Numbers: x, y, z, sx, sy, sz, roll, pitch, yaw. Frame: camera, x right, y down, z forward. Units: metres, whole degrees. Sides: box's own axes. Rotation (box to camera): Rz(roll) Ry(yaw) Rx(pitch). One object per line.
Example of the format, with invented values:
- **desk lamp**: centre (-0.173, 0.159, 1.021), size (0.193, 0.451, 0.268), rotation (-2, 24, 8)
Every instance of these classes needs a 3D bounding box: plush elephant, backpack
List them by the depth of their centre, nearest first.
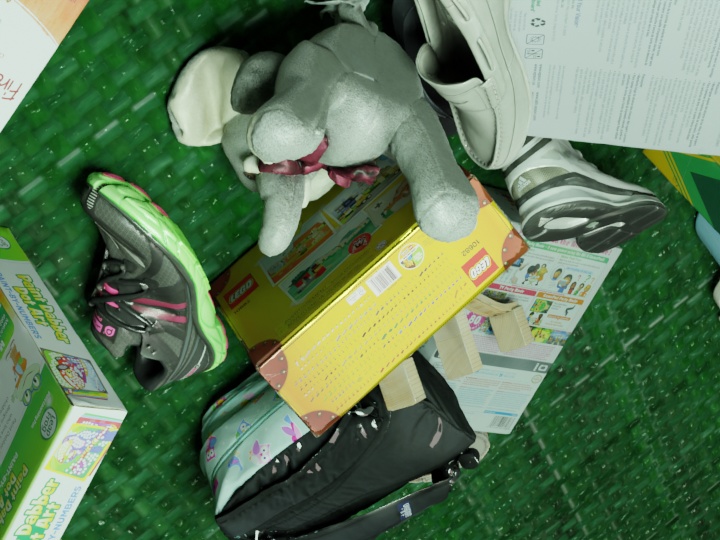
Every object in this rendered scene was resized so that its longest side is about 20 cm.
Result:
- **plush elephant**: centre (-0.037, -0.086, 0.989), size (0.164, 0.201, 0.155), rotation (18, 135, -30)
- **backpack**: centre (-0.029, 0.134, 1.165), size (0.199, 0.127, 0.167), rotation (-35, 131, 15)

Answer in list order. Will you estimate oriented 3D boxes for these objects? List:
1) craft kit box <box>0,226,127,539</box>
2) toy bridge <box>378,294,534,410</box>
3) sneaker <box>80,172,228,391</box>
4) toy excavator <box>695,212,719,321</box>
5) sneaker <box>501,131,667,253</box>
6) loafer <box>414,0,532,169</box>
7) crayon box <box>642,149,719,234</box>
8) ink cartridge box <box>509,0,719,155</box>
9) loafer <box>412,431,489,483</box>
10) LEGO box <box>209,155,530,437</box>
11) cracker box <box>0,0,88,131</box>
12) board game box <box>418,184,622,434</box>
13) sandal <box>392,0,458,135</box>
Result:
- **craft kit box**: centre (-0.244, 0.104, 0.944), size (0.048, 0.198, 0.201), rotation (13, 116, -41)
- **toy bridge**: centre (0.070, 0.047, 1.124), size (0.027, 0.068, 0.199), rotation (-19, -179, 34)
- **sneaker**: centre (-0.151, 0.016, 1.033), size (0.083, 0.077, 0.201), rotation (-33, 137, -15)
- **toy excavator**: centre (0.367, -0.019, 1.397), size (0.193, 0.100, 0.200), rotation (9, 131, -39)
- **sneaker**: centre (0.170, -0.083, 1.173), size (0.075, 0.116, 0.200), rotation (-32, 159, 28)
- **loafer**: centre (0.066, -0.138, 0.961), size (0.070, 0.070, 0.201), rotation (-38, 139, -20)
- **crayon box**: centre (0.367, -0.087, 1.241), size (0.198, 0.173, 0.059), rotation (-15, 138, -25)
- **ink cartridge box**: centre (0.192, -0.149, 1.013), size (0.198, 0.044, 0.197), rotation (6, 154, 5)
- **loafer**: centre (0.045, 0.161, 1.310), size (0.199, 0.063, 0.072), rotation (9, 117, -41)
- **LEGO box**: centre (0.000, 0.000, 1.068), size (0.200, 0.149, 0.077), rotation (-41, 118, -1)
- **cracker box**: centre (-0.265, -0.116, 0.850), size (0.133, 0.058, 0.201), rotation (25, 107, -45)
- **board game box**: centre (0.110, 0.037, 1.258), size (0.147, 0.064, 0.201), rotation (11, 118, -43)
- **sandal**: centre (0.060, -0.140, 1.053), size (0.076, 0.043, 0.200), rotation (-30, 157, 1)
